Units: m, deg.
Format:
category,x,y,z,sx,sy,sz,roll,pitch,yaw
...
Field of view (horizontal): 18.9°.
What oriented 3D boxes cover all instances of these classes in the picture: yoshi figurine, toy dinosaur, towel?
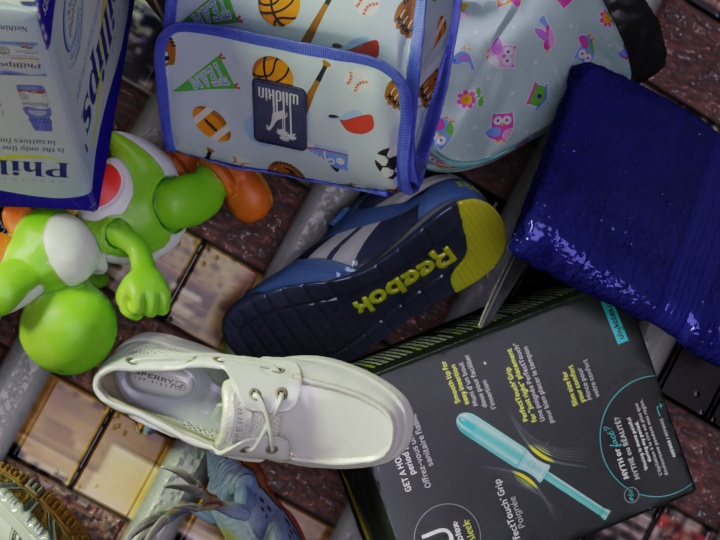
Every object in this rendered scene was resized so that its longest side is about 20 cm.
category,x,y,z,sx,sy,sz,roll,pitch,yaw
yoshi figurine,-0.151,-0.004,1.353,0.200,0.113,0.112,-33,67,-31
toy dinosaur,-0.083,0.159,1.423,0.200,0.105,0.182,4,78,-47
towel,0.196,-0.028,1.370,0.200,0.050,0.148,28,67,-14

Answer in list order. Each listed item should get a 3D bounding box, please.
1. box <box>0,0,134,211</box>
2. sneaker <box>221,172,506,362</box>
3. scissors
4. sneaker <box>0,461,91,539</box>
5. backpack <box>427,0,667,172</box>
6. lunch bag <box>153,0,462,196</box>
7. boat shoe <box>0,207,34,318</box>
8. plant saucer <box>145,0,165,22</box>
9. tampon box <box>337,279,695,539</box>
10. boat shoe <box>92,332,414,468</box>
category,x,y,z,sx,sy,sz,roll,pitch,yaw
box,-0.205,-0.164,1.269,0.104,0.200,0.185,3,59,5
sneaker,0.000,0.000,1.430,0.199,0.082,0.074,-26,123,5
scissors,0.114,-0.035,1.428,0.200,0.014,0.073,-39,113,-46
sneaker,-0.200,0.210,1.377,0.088,0.076,0.200,-43,90,9
backpack,0.087,-0.152,1.418,0.200,0.127,0.167,-31,100,-8
lunch bag,-0.029,-0.154,1.300,0.169,0.124,0.201,12,99,15
boat shoe,-0.266,0.028,1.365,0.073,0.062,0.200,33,82,-10
plant saucer,-0.101,-0.244,1.360,0.034,0.200,0.201,10,87,24
tampon box,0.088,0.107,1.418,0.199,0.126,0.150,-20,94,-12
boat shoe,-0.069,0.087,1.318,0.199,0.069,0.071,9,103,14
